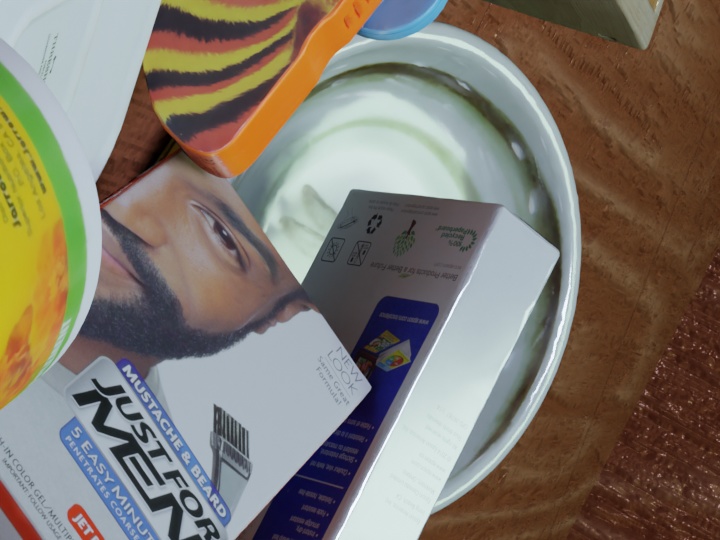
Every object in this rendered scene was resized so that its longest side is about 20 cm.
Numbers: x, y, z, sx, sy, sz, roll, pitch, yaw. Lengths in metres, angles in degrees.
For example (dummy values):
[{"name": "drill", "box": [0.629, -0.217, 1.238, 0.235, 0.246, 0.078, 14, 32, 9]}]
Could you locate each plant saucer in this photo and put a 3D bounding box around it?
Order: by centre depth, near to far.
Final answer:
[{"name": "plant saucer", "box": [0.000, 0.000, 1.085, 0.199, 0.050, 0.202, -8, 103, -38]}]

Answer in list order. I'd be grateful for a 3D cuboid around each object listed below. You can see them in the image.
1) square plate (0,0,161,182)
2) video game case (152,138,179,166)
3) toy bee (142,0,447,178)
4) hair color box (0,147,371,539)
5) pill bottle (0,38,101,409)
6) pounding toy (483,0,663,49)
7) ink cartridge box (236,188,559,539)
[{"name": "square plate", "box": [-0.107, -0.062, 0.826, 0.198, 0.028, 0.201, -43, 157, -57]}, {"name": "video game case", "box": [-0.043, -0.033, 1.147, 0.181, 0.025, 0.200, -57, 167, -20]}, {"name": "toy bee", "box": [-0.008, -0.130, 0.938, 0.200, 0.109, 0.131, -36, 164, -22]}, {"name": "hair color box", "box": [-0.082, 0.045, 0.882, 0.064, 0.111, 0.200, -32, -174, 28]}, {"name": "pill bottle", "box": [-0.152, 0.017, 0.621, 0.200, 0.111, 0.112, -42, 157, -57]}, {"name": "pounding toy", "box": [0.109, -0.204, 1.087, 0.184, 0.141, 0.201, 25, 84, -78]}, {"name": "ink cartridge box", "box": [-0.011, 0.066, 0.990, 0.099, 0.039, 0.201, 10, -113, 55]}]
